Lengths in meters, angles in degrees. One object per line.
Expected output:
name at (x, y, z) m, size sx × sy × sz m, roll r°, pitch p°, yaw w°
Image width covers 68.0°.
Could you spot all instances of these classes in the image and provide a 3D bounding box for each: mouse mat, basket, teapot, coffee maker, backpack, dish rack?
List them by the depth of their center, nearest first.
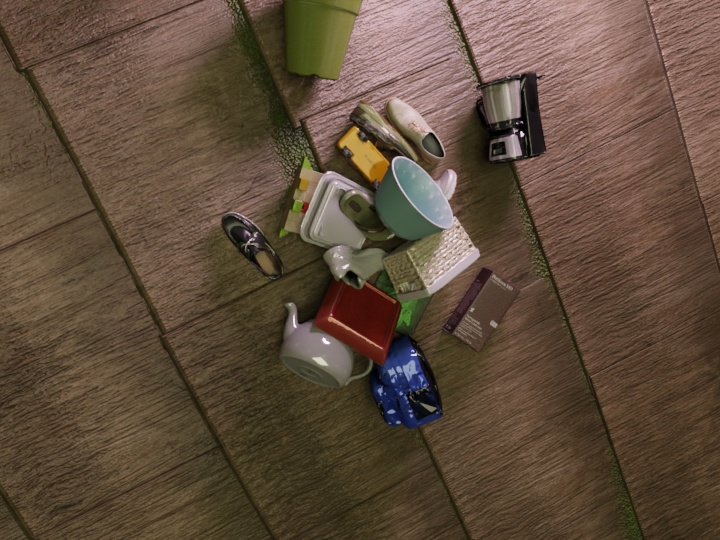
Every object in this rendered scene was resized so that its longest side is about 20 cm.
dish rack at (-0.038, -0.126, 1.270) m, size 0.199 × 0.043 × 0.173 m, roll 17°, pitch 98°, yaw -49°
basket at (0.169, -0.029, 1.306) m, size 0.199 × 0.135 × 0.124 m, roll -33°, pitch 97°, yaw -29°
teapot at (-0.090, 0.188, 1.306) m, size 0.147 × 0.196 × 0.200 m, roll -64°, pitch 148°, yaw -27°
coffee maker at (0.395, -0.376, 1.323) m, size 0.191 × 0.135 × 0.201 m, roll -13°, pitch 101°, yaw -9°
backpack at (0.106, 0.280, 1.352) m, size 0.167 × 0.163 × 0.201 m, roll -21°, pitch 103°, yaw -4°
mouse mat at (0.110, 0.059, 1.399) m, size 0.160 × 0.008 × 0.201 m, roll 27°, pitch 94°, yaw -13°

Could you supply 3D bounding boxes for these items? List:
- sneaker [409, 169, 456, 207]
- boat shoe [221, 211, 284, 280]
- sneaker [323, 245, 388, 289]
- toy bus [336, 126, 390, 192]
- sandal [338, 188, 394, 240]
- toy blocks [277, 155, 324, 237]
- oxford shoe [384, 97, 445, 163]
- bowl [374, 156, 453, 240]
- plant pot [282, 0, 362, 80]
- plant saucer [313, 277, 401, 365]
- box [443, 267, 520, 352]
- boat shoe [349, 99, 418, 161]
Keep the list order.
sneaker at (0.158, -0.182, 1.334) m, size 0.088 × 0.081 × 0.200 m, roll 42°, pitch 88°, yaw -15°
boat shoe at (-0.256, -0.059, 1.282) m, size 0.072 × 0.068 × 0.200 m, roll -40°, pitch 102°, yaw -1°
sneaker at (0.000, 0.000, 1.299) m, size 0.199 × 0.078 × 0.100 m, roll 1°, pitch 66°, yaw -38°
toy bus at (0.028, -0.253, 1.299) m, size 0.065 × 0.078 × 0.200 m, roll -45°, pitch 104°, yaw -1°
sandal at (0.023, -0.118, 1.252) m, size 0.201 × 0.057 × 0.080 m, roll 29°, pitch 100°, yaw -47°
toy blocks at (-0.105, -0.157, 1.289) m, size 0.136 × 0.100 × 0.201 m, roll 15°, pitch 99°, yaw -23°
oxford shoe at (0.140, -0.348, 1.309) m, size 0.200 × 0.074 × 0.071 m, roll 42°, pitch 89°, yaw -14°
bowl at (0.109, -0.149, 1.224) m, size 0.201 × 0.201 × 0.105 m, roll 42°, pitch 122°, yaw -14°
plant pot at (-0.097, -0.532, 1.195) m, size 0.198 × 0.200 × 0.191 m, roll 6°, pitch 110°, yaw -12°
plant saucer at (0.007, 0.100, 1.299) m, size 0.199 × 0.200 × 0.037 m, roll 32°, pitch 136°, yaw -10°
box at (0.320, 0.104, 1.413) m, size 0.100 × 0.075 × 0.201 m, roll 33°, pitch 90°, yaw -13°
boat shoe at (0.057, -0.325, 1.304) m, size 0.200 × 0.073 × 0.065 m, roll 43°, pitch 100°, yaw -10°
